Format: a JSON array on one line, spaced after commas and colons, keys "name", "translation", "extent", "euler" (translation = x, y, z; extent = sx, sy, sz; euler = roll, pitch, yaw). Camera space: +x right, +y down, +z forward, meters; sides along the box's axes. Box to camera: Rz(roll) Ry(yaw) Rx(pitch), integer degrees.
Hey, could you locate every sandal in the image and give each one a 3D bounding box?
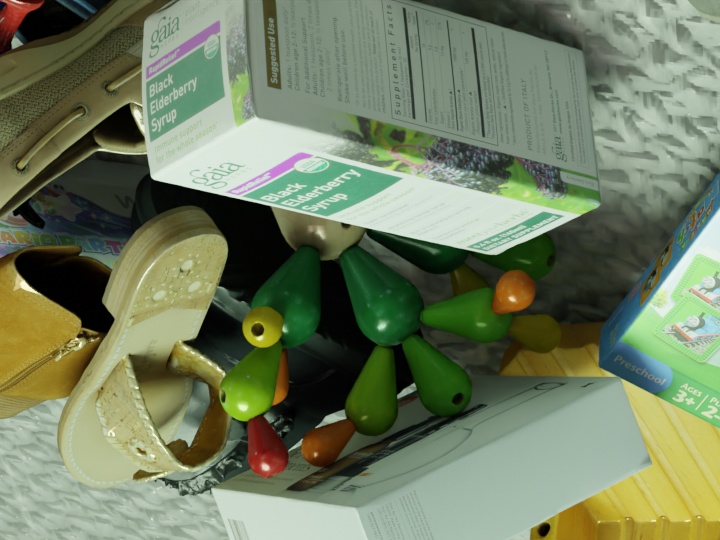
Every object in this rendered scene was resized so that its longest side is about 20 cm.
[{"name": "sandal", "translation": [-0.095, 0.065, 1.246], "extent": [0.070, 0.077, 0.212], "euler": [53, 145, 29]}]

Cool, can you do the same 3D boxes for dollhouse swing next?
[{"name": "dollhouse swing", "translation": [0.167, 0.140, 1.318], "extent": [0.199, 0.183, 0.176], "euler": [-3, 157, 29]}]

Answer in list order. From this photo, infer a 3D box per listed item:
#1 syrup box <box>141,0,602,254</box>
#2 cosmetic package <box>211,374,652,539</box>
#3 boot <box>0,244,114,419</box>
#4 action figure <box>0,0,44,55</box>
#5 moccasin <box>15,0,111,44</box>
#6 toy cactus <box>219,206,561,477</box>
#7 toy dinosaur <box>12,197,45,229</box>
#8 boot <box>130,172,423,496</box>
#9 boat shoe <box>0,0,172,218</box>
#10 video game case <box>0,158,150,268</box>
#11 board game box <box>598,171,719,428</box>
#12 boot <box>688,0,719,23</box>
[{"name": "syrup box", "translation": [0.006, -0.070, 1.120], "extent": [0.199, 0.082, 0.079], "euler": [11, 155, -38]}, {"name": "cosmetic package", "translation": [0.030, 0.102, 1.251], "extent": [0.200, 0.150, 0.052], "euler": [-5, 106, 67]}, {"name": "boot", "translation": [-0.211, 0.022, 1.260], "extent": [0.200, 0.071, 0.144], "euler": [12, 150, -34]}, {"name": "action figure", "translation": [-0.209, -0.107, 1.151], "extent": [0.098, 0.066, 0.200], "euler": [26, 146, -11]}, {"name": "moccasin", "translation": [-0.142, -0.112, 1.212], "extent": [0.080, 0.068, 0.200], "euler": [-16, 131, 39]}, {"name": "toy cactus", "translation": [0.000, 0.000, 1.232], "extent": [0.166, 0.199, 0.102], "euler": [56, 163, 14]}, {"name": "toy dinosaur", "translation": [-0.236, -0.056, 1.320], "extent": [0.135, 0.103, 0.200], "euler": [9, 151, 32]}, {"name": "boot", "translation": [-0.087, 0.042, 1.346], "extent": [0.168, 0.077, 0.200], "euler": [-33, 130, 32]}, {"name": "boat shoe", "translation": [-0.106, -0.080, 1.135], "extent": [0.065, 0.199, 0.071], "euler": [54, 149, 9]}, {"name": "video game case", "translation": [-0.141, 0.010, 1.411], "extent": [0.142, 0.018, 0.201], "euler": [7, 142, 18]}, {"name": "board game box", "translation": [0.223, 0.003, 1.173], "extent": [0.151, 0.037, 0.200], "euler": [26, 127, -8]}, {"name": "boot", "translation": [0.144, -0.185, 0.980], "extent": [0.181, 0.073, 0.200], "euler": [-7, 131, 52]}]
